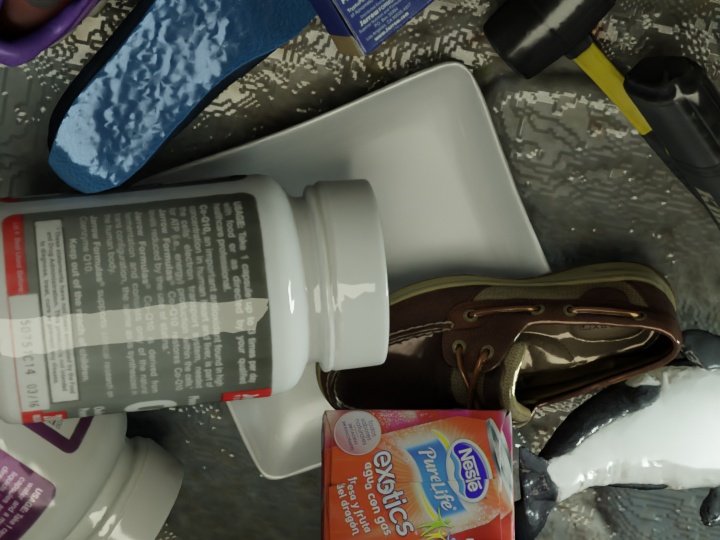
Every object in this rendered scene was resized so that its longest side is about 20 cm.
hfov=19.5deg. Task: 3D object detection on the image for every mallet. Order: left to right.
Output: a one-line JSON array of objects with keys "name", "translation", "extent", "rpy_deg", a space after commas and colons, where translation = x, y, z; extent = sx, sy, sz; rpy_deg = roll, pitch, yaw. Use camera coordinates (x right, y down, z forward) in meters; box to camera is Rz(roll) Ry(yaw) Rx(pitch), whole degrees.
[{"name": "mallet", "translation": [0.141, -0.077, 1.109], "extent": [0.066, 0.041, 0.200], "rpy_deg": [-32, 116, 14]}]

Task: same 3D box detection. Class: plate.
[{"name": "plate", "translation": [0.000, 0.000, 1.146], "extent": [0.199, 0.032, 0.201], "rpy_deg": [-20, 114, 10]}]

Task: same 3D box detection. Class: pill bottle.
[{"name": "pill bottle", "translation": [-0.200, 0.088, 1.145], "extent": [0.199, 0.112, 0.112], "rpy_deg": [36, 111, -16]}, {"name": "pill bottle", "translation": [-0.089, 0.012, 1.064], "extent": [0.198, 0.114, 0.115], "rpy_deg": [-6, 117, -7]}]

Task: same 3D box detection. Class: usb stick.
[{"name": "usb stick", "translation": [0.201, -0.034, 1.096], "extent": [0.033, 0.055, 0.200], "rpy_deg": [-48, 121, -15]}]

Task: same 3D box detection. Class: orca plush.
[{"name": "orca plush", "translation": [0.159, 0.099, 1.162], "extent": [0.199, 0.071, 0.106], "rpy_deg": [-30, 97, -24]}]

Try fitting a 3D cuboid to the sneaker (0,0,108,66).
[{"name": "sneaker", "translation": [-0.120, -0.176, 1.030], "extent": [0.080, 0.084, 0.200], "rpy_deg": [33, 111, -16]}]

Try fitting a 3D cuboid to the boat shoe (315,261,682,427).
[{"name": "boat shoe", "translation": [0.074, 0.047, 1.112], "extent": [0.198, 0.072, 0.073], "rpy_deg": [-9, 117, 3]}]

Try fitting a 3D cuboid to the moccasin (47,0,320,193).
[{"name": "moccasin", "translation": [-0.087, -0.127, 1.054], "extent": [0.200, 0.068, 0.081], "rpy_deg": [-40, 109, -3]}]

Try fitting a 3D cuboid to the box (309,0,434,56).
[{"name": "box", "translation": [-0.009, -0.220, 1.007], "extent": [0.121, 0.032, 0.201], "rpy_deg": [-39, 115, -16]}]

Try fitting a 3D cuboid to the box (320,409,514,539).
[{"name": "box", "translation": [0.031, 0.149, 1.128], "extent": [0.099, 0.096, 0.200], "rpy_deg": [-1, 158, 1]}]
